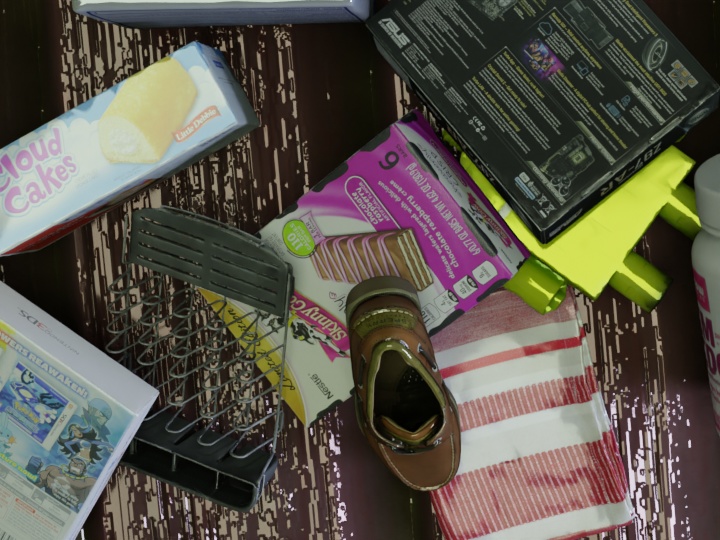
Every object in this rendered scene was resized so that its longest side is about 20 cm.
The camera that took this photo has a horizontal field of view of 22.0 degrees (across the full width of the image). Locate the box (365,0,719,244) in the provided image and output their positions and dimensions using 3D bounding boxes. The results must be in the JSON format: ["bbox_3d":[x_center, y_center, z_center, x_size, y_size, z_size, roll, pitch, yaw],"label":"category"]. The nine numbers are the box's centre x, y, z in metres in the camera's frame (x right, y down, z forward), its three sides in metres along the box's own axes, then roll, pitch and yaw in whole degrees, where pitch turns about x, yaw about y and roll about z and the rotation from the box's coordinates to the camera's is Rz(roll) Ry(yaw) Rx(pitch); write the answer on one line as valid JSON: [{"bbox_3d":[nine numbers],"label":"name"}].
[{"bbox_3d":[0.126,-0.144,1.293,0.160,0.044,0.200,-39,76,-2],"label":"box"}]

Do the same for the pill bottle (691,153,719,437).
[{"bbox_3d":[0.288,0.021,1.268,0.113,0.113,0.200,-10,113,5],"label":"pill bottle"}]

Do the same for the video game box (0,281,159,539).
[{"bbox_3d":[-0.270,0.103,1.343,0.200,0.047,0.182,35,122,4],"label":"video game box"}]

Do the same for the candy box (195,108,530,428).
[{"bbox_3d":[0.000,0.000,1.316,0.200,0.061,0.136,-38,91,24],"label":"candy box"}]

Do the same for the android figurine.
[{"bbox_3d":[0.153,-0.063,1.325,0.200,0.041,0.182,35,90,9],"label":"android figurine"}]

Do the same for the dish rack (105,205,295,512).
[{"bbox_3d":[-0.120,0.058,1.317,0.153,0.055,0.200,18,119,20],"label":"dish rack"}]

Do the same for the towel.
[{"bbox_3d":[0.109,0.110,1.363,0.144,0.023,0.200,-16,94,6],"label":"towel"}]

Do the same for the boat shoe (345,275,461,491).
[{"bbox_3d":[0.028,0.097,1.278,0.072,0.068,0.200,-16,133,6],"label":"boat shoe"}]

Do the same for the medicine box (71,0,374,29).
[{"bbox_3d":[-0.088,-0.221,1.260,0.182,0.200,0.103,-1,95,4],"label":"medicine box"}]

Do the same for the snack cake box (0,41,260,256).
[{"bbox_3d":[-0.179,-0.085,1.322,0.200,0.115,0.067,-29,92,6],"label":"snack cake box"}]
